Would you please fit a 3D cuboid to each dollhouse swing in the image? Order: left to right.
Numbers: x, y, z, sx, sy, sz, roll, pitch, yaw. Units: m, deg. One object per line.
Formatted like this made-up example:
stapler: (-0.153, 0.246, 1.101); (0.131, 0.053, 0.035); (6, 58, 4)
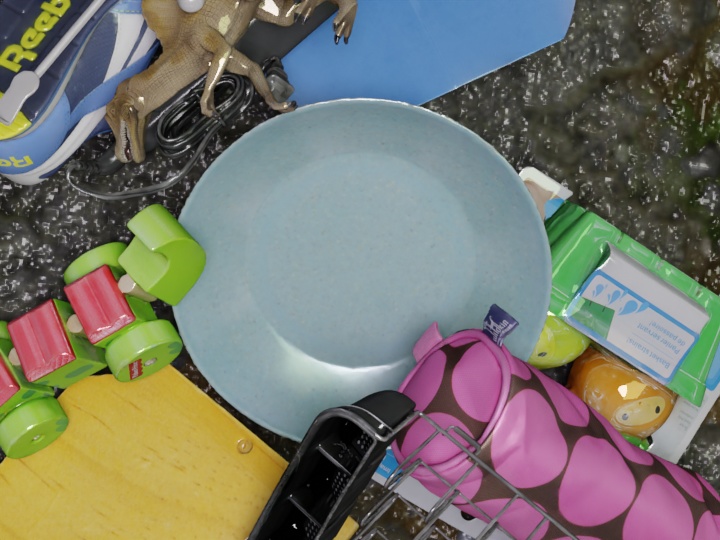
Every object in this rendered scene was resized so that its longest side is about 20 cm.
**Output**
dollhouse swing: (-0.105, 0.185, 0.849); (0.182, 0.176, 0.200); (36, 82, 27)

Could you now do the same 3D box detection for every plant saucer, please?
plant saucer: (0.000, 0.000, 0.810); (0.201, 0.039, 0.201); (0, 113, 0)

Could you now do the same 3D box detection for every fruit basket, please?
fruit basket: (0.115, 0.070, 0.876); (0.185, 0.094, 0.200); (33, 87, -15)

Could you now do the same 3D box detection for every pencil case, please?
pencil case: (0.107, 0.102, 0.794); (0.200, 0.094, 0.091); (37, 102, -32)

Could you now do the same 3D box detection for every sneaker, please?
sneaker: (-0.140, -0.128, 0.805); (0.074, 0.082, 0.200); (30, 66, 20)

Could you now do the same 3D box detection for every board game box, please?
board game box: (0.019, -0.163, 0.856); (0.200, 0.039, 0.158); (-25, 77, -4)

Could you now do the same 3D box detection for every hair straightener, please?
hair straightener: (-0.069, -0.105, 0.785); (0.200, 0.077, 0.041); (-41, 124, -10)

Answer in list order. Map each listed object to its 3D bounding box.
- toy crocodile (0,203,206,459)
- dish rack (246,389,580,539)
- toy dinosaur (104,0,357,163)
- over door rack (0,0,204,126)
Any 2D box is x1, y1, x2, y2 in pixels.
toy crocodile: (-0.160, 0.041, 0.784); (0.200, 0.062, 0.068); (-35, 71, 12)
dish rack: (0.045, 0.159, 0.705); (0.200, 0.153, 0.055); (38, 38, 14)
toy dinosaur: (-0.057, -0.140, 0.750); (0.101, 0.058, 0.200); (22, 73, 24)
over door rack: (-0.154, -0.156, 0.730); (0.200, 0.148, 0.067); (-47, 148, -24)
